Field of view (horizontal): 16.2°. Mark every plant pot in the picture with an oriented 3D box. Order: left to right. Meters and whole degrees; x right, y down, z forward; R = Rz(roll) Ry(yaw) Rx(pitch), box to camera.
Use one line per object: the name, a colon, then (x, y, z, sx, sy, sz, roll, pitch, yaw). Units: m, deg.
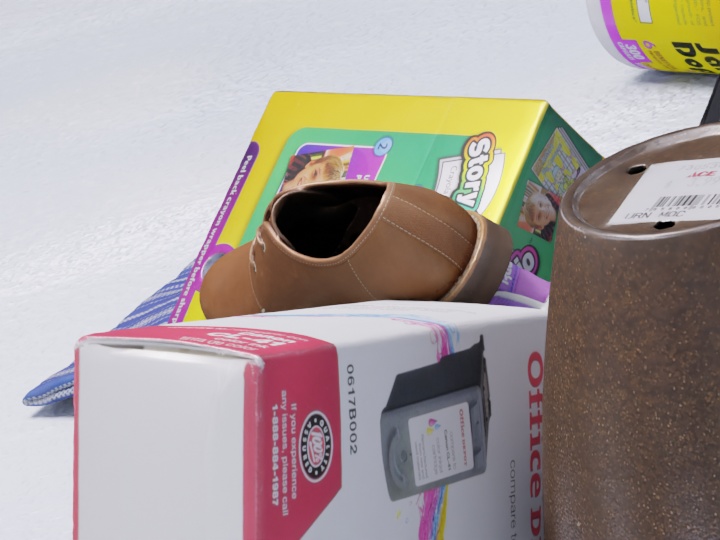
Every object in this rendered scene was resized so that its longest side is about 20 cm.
plant pot: (0.138, 0.057, 0.891, 0.186, 0.201, 0.187, -14, 23, 6)

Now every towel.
towel: (-0.079, 0.002, 1.356, 0.144, 0.024, 0.200, -24, 12, 42)

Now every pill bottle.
pill bottle: (0.233, -0.164, 1.465, 0.104, 0.105, 0.199, -33, 27, -34)

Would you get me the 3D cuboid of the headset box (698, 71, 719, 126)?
headset box: (0.270, -0.079, 1.253, 0.173, 0.093, 0.200, -9, 23, 19)

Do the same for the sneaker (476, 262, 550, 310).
sneaker: (0.108, 0.022, 1.024, 0.200, 0.114, 0.073, -38, 7, 1)

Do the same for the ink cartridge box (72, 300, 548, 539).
ink cartridge box: (-0.011, 0.089, 0.906, 0.085, 0.149, 0.200, 2, 5, 35)

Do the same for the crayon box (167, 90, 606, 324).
crayon box: (-0.002, 0.018, 1.149, 0.172, 0.058, 0.201, 6, 65, 42)

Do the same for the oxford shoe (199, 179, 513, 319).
oxford shoe: (-0.020, -0.009, 1.068, 0.200, 0.071, 0.072, -15, 47, 56)
